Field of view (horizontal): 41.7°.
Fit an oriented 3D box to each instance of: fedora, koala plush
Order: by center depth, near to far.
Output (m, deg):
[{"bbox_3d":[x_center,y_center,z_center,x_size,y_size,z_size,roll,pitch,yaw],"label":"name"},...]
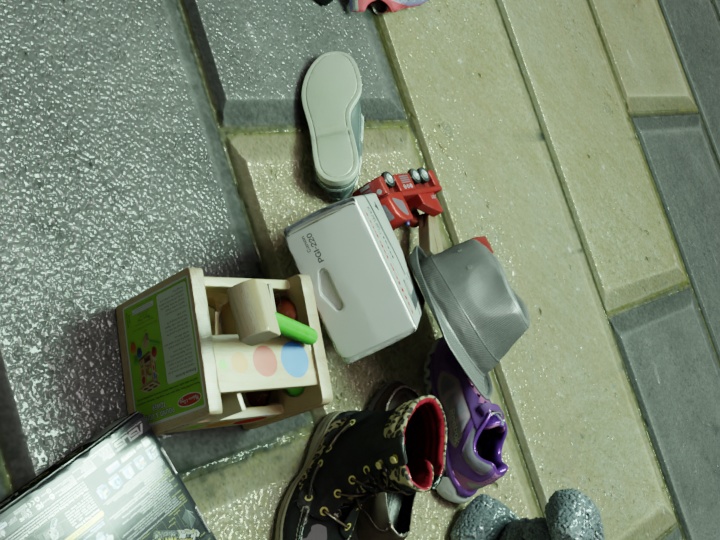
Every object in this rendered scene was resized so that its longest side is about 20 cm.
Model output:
[{"bbox_3d":[0.173,0.364,1.008,0.200,0.177,0.185,-37,104,-47],"label":"koala plush"},{"bbox_3d":[0.132,0.037,1.064,0.177,0.090,0.200,54,9,-29],"label":"fedora"}]

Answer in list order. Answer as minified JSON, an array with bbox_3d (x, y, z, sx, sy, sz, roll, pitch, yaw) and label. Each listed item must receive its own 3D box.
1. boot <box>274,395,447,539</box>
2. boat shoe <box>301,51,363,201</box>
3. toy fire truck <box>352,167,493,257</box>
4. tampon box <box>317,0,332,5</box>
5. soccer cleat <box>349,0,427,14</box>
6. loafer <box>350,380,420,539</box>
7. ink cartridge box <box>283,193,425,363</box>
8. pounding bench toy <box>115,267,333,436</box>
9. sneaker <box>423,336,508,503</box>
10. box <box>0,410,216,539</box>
[{"bbox_3d":[0.002,0.212,0.913,0.073,0.150,0.201,43,47,-24],"label":"boot"},{"bbox_3d":[-0.031,-0.174,1.133,0.062,0.072,0.201,82,3,-60],"label":"boat shoe"},{"bbox_3d":[0.081,-0.054,1.171,0.200,0.049,0.142,-16,77,-58],"label":"toy fire truck"},{"bbox_3d":[-0.063,-0.451,1.139,0.199,0.149,0.127,27,55,-36],"label":"tampon box"},{"bbox_3d":[0.049,-0.386,1.303,0.199,0.066,0.077,-10,111,-53],"label":"soccer cleat"},{"bbox_3d":[0.043,0.210,1.016,0.073,0.071,0.201,33,52,-32],"label":"loafer"},{"bbox_3d":[0.000,0.000,0.987,0.146,0.084,0.200,64,10,-3],"label":"ink cartridge box"},{"bbox_3d":[-0.094,0.066,0.842,0.155,0.199,0.125,3,70,-44],"label":"pounding bench toy"},{"bbox_3d":[0.132,0.167,1.114,0.080,0.088,0.201,16,59,-38],"label":"sneaker"},{"bbox_3d":[-0.216,0.233,0.756,0.200,0.049,0.162,-38,99,-47],"label":"box"}]
